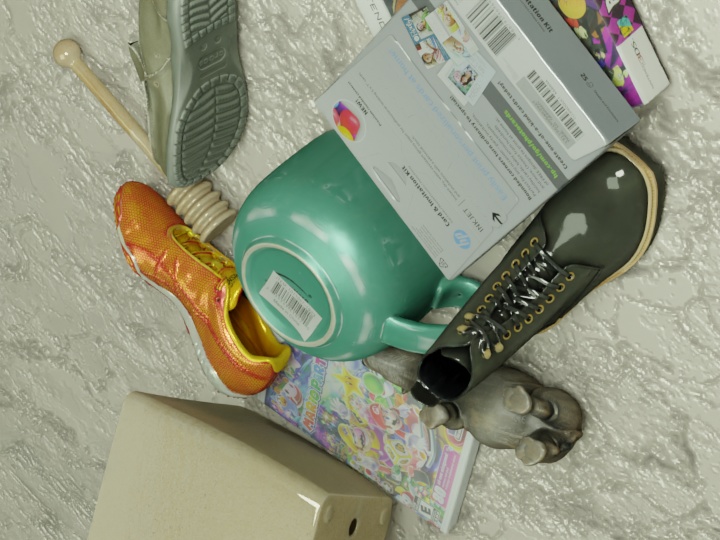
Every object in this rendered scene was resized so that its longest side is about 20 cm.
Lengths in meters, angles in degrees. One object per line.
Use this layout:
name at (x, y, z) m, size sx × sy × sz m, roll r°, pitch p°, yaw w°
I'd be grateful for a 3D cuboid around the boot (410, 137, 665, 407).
boot at (0.116, 0.009, 1.425) m, size 0.077 × 0.138 × 0.200 m, roll 41°, pitch 140°, yaw 12°

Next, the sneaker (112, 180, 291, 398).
sneaker at (-0.123, 0.005, 1.721) m, size 0.077 × 0.073 × 0.200 m, roll -40°, pitch 85°, yaw 35°

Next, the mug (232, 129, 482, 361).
mug at (-0.006, -0.009, 1.550) m, size 0.184 × 0.114 × 0.153 m, roll 7°, pitch 125°, yaw 42°

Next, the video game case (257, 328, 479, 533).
video game case at (0.006, 0.107, 1.712) m, size 0.199 × 0.018 × 0.144 m, roll 34°, pitch 140°, yaw 20°

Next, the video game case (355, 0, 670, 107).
video game case at (0.082, -0.175, 1.391) m, size 0.199 × 0.036 × 0.182 m, roll -9°, pitch 114°, yaw 48°

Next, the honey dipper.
honey dipper at (-0.174, -0.108, 1.706) m, size 0.200 × 0.038 × 0.038 m, roll 50°, pitch 142°, yaw 8°

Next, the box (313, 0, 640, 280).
box at (0.070, -0.103, 1.391) m, size 0.156 × 0.041 × 0.200 m, roll 52°, pitch 141°, yaw 5°

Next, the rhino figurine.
rhino figurine at (0.076, 0.090, 1.580) m, size 0.199 × 0.087 × 0.060 m, roll 21°, pitch 98°, yaw 33°

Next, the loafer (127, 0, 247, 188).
loafer at (-0.131, -0.154, 1.602) m, size 0.070 × 0.075 × 0.201 m, roll 37°, pitch 137°, yaw 34°

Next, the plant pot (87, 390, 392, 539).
plant pot at (-0.090, 0.222, 1.717) m, size 0.176 × 0.200 × 0.201 m, roll 15°, pitch 89°, yaw 25°
